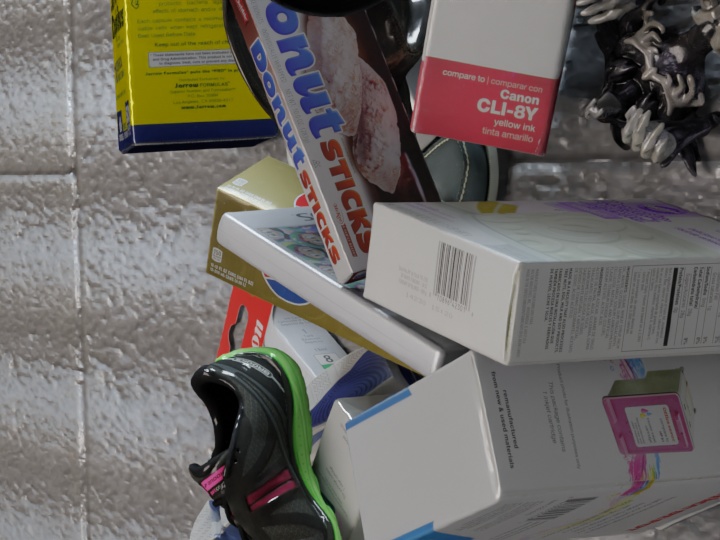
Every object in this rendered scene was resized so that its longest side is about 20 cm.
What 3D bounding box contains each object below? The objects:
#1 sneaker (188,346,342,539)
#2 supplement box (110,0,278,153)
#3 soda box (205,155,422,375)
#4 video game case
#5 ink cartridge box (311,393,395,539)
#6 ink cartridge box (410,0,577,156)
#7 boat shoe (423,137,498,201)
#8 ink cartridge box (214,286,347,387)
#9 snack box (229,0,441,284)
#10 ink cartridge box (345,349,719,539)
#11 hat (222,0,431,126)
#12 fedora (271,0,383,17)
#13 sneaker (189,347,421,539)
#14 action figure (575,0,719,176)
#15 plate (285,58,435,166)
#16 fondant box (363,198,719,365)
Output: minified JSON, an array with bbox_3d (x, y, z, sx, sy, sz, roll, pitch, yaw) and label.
[{"bbox_3d":[-0.066,0.146,1.491,0.077,0.083,0.201,-51,48,50],"label":"sneaker"},{"bbox_3d":[-0.127,-0.191,1.730,0.109,0.109,0.202,175,91,-79],"label":"supplement box"},{"bbox_3d":[0.000,0.000,1.523,0.199,0.064,0.068,24,123,22],"label":"soda box"},{"bbox_3d":[0.044,0.006,1.394,0.200,0.181,0.024,32,117,40],"label":"video game case"},{"bbox_3d":[0.017,0.178,1.549,0.067,0.116,0.201,53,136,43],"label":"ink cartridge box"},{"bbox_3d":[0.090,-0.186,1.365,0.145,0.083,0.201,-68,-12,-69],"label":"ink cartridge box"},{"bbox_3d":[0.028,-0.024,1.562,0.200,0.061,0.073,-54,45,44],"label":"boat shoe"},{"bbox_3d":[-0.076,0.095,1.761,0.200,0.050,0.162,46,130,44],"label":"ink cartridge box"},{"bbox_3d":[-0.014,-0.095,1.349,0.201,0.072,0.024,69,153,11],"label":"snack box"},{"bbox_3d":[0.114,0.099,1.307,0.144,0.199,0.085,-33,62,54],"label":"ink cartridge box"},{"bbox_3d":[-0.001,-0.150,1.436,0.081,0.200,0.202,-30,64,26],"label":"hat"},{"bbox_3d":[-0.003,-0.244,1.320,0.091,0.199,0.202,-10,85,56],"label":"fedora"},{"bbox_3d":[-0.014,0.151,1.636,0.199,0.115,0.081,-45,21,14],"label":"sneaker"},{"bbox_3d":[0.169,-0.123,1.289,0.200,0.102,0.119,-45,67,49],"label":"action figure"},{"bbox_3d":[-0.011,-0.148,1.619,0.200,0.032,0.201,-40,52,53],"label":"plate"},{"bbox_3d":[0.122,0.003,1.280,0.144,0.199,0.059,25,111,55],"label":"fondant box"}]
